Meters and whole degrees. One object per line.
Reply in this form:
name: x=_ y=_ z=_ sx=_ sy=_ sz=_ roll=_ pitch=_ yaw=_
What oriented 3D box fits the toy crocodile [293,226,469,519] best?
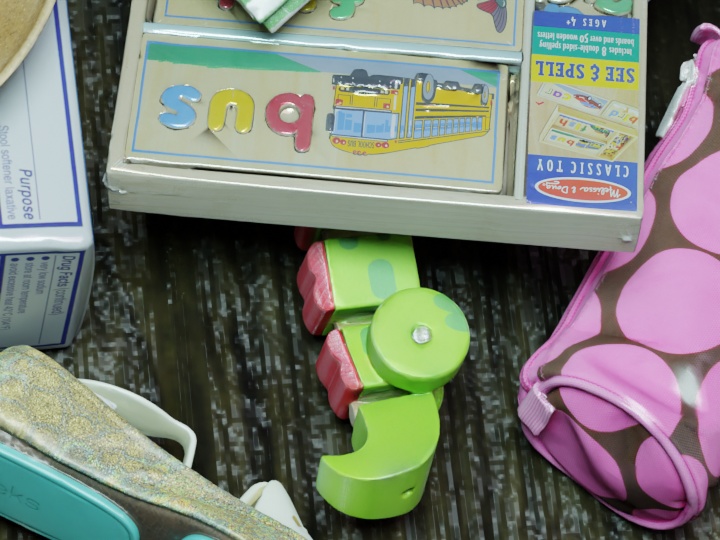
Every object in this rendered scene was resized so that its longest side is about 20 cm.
toy crocodile: x=0.000 y=0.000 z=0.994 sx=0.061 sy=0.068 sz=0.201 roll=-4 pitch=67 yaw=-13

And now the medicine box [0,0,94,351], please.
medicine box: x=-0.208 y=-0.065 z=0.961 sx=0.199 sy=0.103 sz=0.183 roll=-3 pitch=66 yaw=-14

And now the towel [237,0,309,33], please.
towel: x=-0.047 y=-0.202 z=0.983 sx=0.152 sy=0.023 sz=0.200 roll=-43 pitch=67 yaw=-3

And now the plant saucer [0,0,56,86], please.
plant saucer: x=-0.204 y=-0.121 z=0.906 sx=0.199 sy=0.035 sz=0.201 roll=5 pitch=67 yaw=-11

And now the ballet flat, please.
ballet flat: x=-0.065 y=0.092 z=0.943 sx=0.199 sy=0.071 sz=0.071 roll=32 pitch=63 yaw=4

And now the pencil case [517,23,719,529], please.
pencil case: x=0.134 y=-0.002 z=1.013 sx=0.093 sy=0.091 sz=0.201 roll=33 pitch=65 yaw=-7

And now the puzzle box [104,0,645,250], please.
puzzle box: x=0.009 y=-0.077 z=0.971 sx=0.199 sy=0.025 sz=0.134 roll=4 pitch=60 yaw=0
